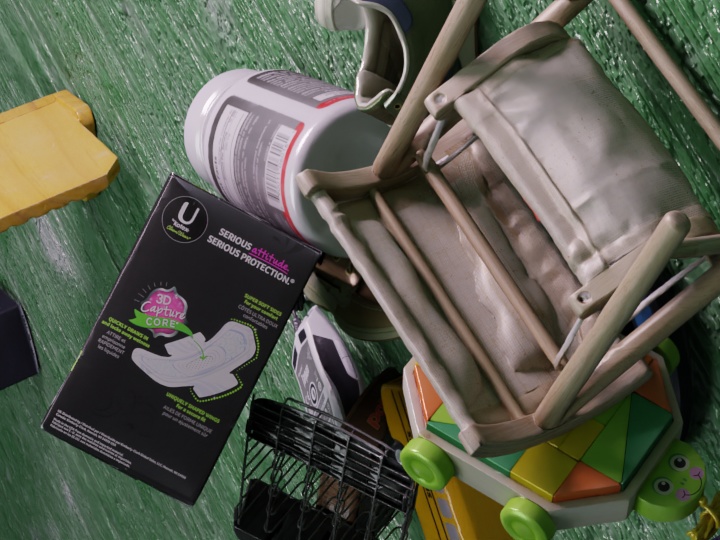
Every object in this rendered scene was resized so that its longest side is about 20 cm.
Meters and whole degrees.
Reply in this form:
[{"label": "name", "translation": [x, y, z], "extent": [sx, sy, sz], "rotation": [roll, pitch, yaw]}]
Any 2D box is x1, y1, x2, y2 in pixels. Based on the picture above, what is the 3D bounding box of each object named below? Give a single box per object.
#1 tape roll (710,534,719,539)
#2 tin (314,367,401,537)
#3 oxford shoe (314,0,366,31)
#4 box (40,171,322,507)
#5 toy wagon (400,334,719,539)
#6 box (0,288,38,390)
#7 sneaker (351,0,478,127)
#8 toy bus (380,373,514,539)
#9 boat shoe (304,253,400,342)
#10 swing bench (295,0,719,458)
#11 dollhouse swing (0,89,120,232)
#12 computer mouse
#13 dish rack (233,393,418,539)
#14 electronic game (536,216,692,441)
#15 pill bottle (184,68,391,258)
[{"label": "tape roll", "translation": [0.270, 0.230, 1.234], "extent": [0.200, 0.084, 0.201], "rotation": [47, 149, 39]}, {"label": "tin", "translation": [0.007, 0.159, 1.713], "extent": [0.042, 0.112, 0.201], "rotation": [32, 146, 17]}, {"label": "oxford shoe", "translation": [0.007, -0.245, 1.410], "extent": [0.057, 0.075, 0.202], "rotation": [12, 125, 11]}, {"label": "box", "translation": [-0.128, 0.050, 1.561], "extent": [0.124, 0.201, 0.149], "rotation": [28, 176, -3]}, {"label": "toy wagon", "translation": [0.125, 0.088, 1.249], "extent": [0.199, 0.155, 0.040], "rotation": [29, 148, 21]}, {"label": "box", "translation": [-0.526, 0.099, 2.720], "extent": [0.148, 0.199, 0.105], "rotation": [34, 141, 54]}, {"label": "sneaker", "translation": [0.035, -0.115, 1.418], "extent": [0.067, 0.089, 0.202], "rotation": [32, 140, 52]}, {"label": "toy bus", "translation": [0.080, 0.166, 1.619], "extent": [0.078, 0.065, 0.202], "rotation": [1, 112, 64]}, {"label": "boat shoe", "translation": [0.000, 0.000, 1.626], "extent": [0.200, 0.074, 0.067], "rotation": [22, 137, 59]}, {"label": "swing bench", "translation": [0.100, -0.037, 1.203], "extent": [0.200, 0.129, 0.200], "rotation": [-49, 62, 34]}, {"label": "dollhouse swing", "translation": [-0.340, -0.060, 2.158], "extent": [0.176, 0.199, 0.183], "rotation": [49, 152, 34]}, {"label": "computer mouse", "translation": [-0.028, 0.071, 1.767], "extent": [0.110, 0.043, 0.201], "rotation": [113, 145, -53]}, {"label": "dish rack", "translation": [-0.022, 0.164, 1.603], "extent": [0.152, 0.055, 0.201], "rotation": [24, 141, 13]}, {"label": "electronic game", "translation": [0.144, 0.033, 1.378], "extent": [0.200, 0.041, 0.201], "rotation": [49, 152, 38]}, {"label": "pill bottle", "translation": [-0.046, -0.085, 1.596], "extent": [0.200, 0.113, 0.115], "rotation": [26, 135, 58]}]
